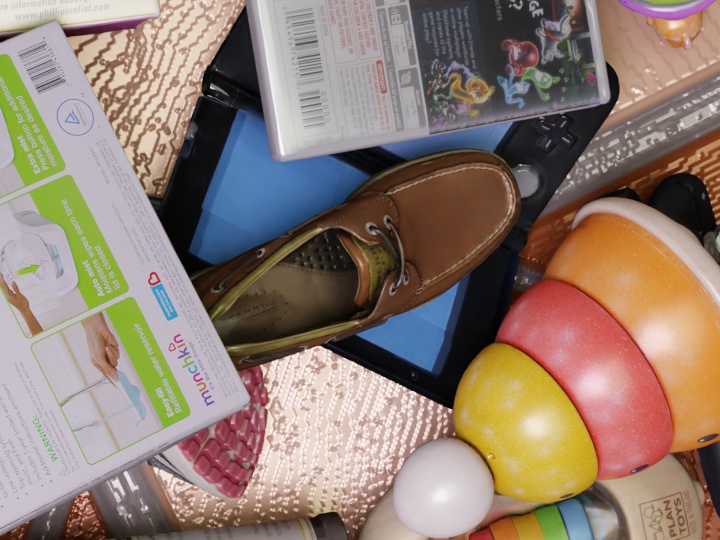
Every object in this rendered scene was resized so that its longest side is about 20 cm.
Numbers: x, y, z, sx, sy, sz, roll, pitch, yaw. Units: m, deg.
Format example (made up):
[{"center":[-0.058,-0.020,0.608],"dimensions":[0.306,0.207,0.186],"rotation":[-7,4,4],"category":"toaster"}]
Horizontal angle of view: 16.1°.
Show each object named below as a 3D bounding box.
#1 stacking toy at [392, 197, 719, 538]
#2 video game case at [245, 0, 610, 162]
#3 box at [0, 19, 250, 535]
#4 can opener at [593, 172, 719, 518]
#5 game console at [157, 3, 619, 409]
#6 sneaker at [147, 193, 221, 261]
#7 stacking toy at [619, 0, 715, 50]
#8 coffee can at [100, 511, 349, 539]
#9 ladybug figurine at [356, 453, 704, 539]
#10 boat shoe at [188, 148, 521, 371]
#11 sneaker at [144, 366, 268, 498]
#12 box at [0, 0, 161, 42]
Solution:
[{"center":[0.096,0.070,1.294],"dimensions":[0.200,0.146,0.147],"rotation":[-35,98,-18],"category":"stacking toy"},{"center":[0.026,-0.168,1.291],"dimensions":[0.181,0.023,0.201],"rotation":[-11,95,-14],"category":"video game case"},{"center":[-0.178,0.017,1.161],"dimensions":[0.176,0.097,0.201],"rotation":[-27,88,-24],"category":"box"},{"center":[0.191,0.043,1.401],"dimensions":[0.063,0.078,0.201],"rotation":[-31,104,-44],"category":"can opener"},{"center":[0.017,-0.056,1.315],"dimensions":[0.199,0.119,0.171],"rotation":[26,117,-16],"category":"game console"},{"center":[-0.164,-0.018,1.326],"dimensions":[0.199,0.080,0.078],"rotation":[2,94,-8],"category":"sneaker"},{"center":[0.161,-0.174,1.316],"dimensions":[0.109,0.200,0.117],"rotation":[-21,65,-4],"category":"stacking toy"},{"center":[-0.102,0.207,1.318],"dimensions":[0.199,0.146,0.147],"rotation":[-5,95,-7],"category":"coffee can"},{"center":[0.089,0.147,1.379],"dimensions":[0.199,0.072,0.137],"rotation":[-12,95,-7],"category":"ladybug figurine"},{"center":[0.000,0.000,1.269],"dimensions":[0.199,0.068,0.072],"rotation":[-29,99,-13],"category":"boat shoe"},{"center":[-0.119,0.055,1.317],"dimensions":[0.200,0.074,0.081],"rotation":[40,55,-43],"category":"sneaker"},{"center":[-0.163,-0.216,1.263],"dimensions":[0.096,0.176,0.201],"rotation":[-7,95,-8],"category":"box"}]
